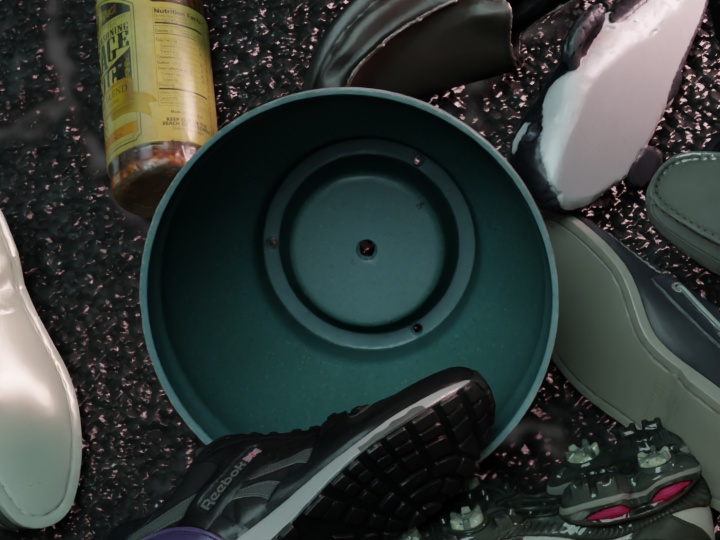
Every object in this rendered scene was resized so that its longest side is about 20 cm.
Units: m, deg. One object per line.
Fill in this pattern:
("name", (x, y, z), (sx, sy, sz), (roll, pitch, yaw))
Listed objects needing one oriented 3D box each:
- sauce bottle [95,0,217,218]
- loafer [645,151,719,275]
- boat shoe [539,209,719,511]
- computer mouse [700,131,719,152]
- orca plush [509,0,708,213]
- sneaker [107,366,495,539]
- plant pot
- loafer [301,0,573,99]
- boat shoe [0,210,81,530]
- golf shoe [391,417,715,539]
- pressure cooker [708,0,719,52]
("sauce bottle", (-0.116, -0.129, 1.342), (0.066, 0.066, 0.201), (-12, 62, 9))
("loafer", (0.224, -0.024, 1.133), (0.199, 0.070, 0.070), (15, 66, 31))
("boat shoe", (0.155, 0.042, 1.210), (0.062, 0.073, 0.200), (-10, 47, -38))
("computer mouse", (0.246, 0.017, 1.196), (0.199, 0.046, 0.141), (23, 76, 15))
("orca plush", (0.121, -0.112, 1.263), (0.071, 0.105, 0.201), (6, 65, 41))
("sneaker", (-0.033, 0.095, 1.110), (0.200, 0.076, 0.088), (-36, 52, -10))
("plant pot", (0.000, 0.000, 1.193), (0.199, 0.134, 0.202), (1, 102, 5))
("loafer", (0.054, -0.133, 1.291), (0.200, 0.073, 0.071), (-40, 61, -5))
("boat shoe", (-0.206, 0.049, 1.288), (0.060, 0.072, 0.203), (-34, 69, 44))
("golf shoe", (0.074, 0.141, 1.155), (0.199, 0.077, 0.089), (-14, 108, 8))
("pressure cooker", (0.288, -0.133, 1.168), (0.178, 0.199, 0.177), (-21, 65, 43))
